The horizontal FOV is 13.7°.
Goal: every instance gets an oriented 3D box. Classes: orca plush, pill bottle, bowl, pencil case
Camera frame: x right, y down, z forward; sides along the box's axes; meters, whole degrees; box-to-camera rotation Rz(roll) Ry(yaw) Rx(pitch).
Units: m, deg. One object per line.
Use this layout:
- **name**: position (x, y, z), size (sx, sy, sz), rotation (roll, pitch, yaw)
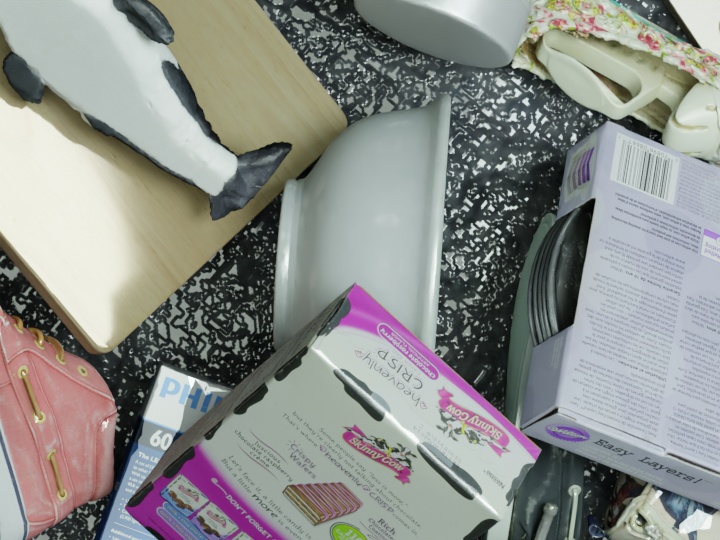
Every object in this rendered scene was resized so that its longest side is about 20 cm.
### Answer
- **orca plush**: position (-0.118, -0.121, 1.604), size (0.199, 0.105, 0.071), rotation (32, 44, -16)
- **pill bottle**: position (0.076, -0.224, 1.684), size (0.113, 0.114, 0.201), rotation (22, 80, -4)
- **bowl**: position (0.000, 0.000, 1.651), size (0.090, 0.201, 0.202), rotation (4, 89, 1)
- **pencil case**: position (0.229, 0.176, 1.721), size (0.200, 0.090, 0.078), rotation (37, 131, -4)

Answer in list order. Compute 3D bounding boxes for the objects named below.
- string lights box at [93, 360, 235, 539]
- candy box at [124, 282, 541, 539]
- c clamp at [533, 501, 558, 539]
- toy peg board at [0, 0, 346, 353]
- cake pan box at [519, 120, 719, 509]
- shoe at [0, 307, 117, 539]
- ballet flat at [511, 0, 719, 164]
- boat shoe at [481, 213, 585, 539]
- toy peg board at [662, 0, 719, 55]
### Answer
- **string lights box**: position (-0.101, 0.163, 1.707), size (0.102, 0.059, 0.201), rotation (20, 88, -5)
- **candy box**: position (-0.017, 0.112, 1.595), size (0.136, 0.200, 0.061), rotation (42, 45, -7)
- **c clamp**: position (0.161, 0.246, 1.721), size (0.199, 0.027, 0.172), rotation (23, 107, -8)
- **toy peg board**: position (-0.152, -0.092, 1.685), size (0.199, 0.098, 0.200), rotation (-44, 105, -19)
- **cake pan box**: position (0.190, 0.033, 1.680), size (0.199, 0.052, 0.185), rotation (21, 61, -20)
- **shoe**: position (-0.198, 0.051, 1.655), size (0.091, 0.071, 0.201), rotation (-25, 109, -37)
- **ballet flat**: position (0.170, -0.100, 1.714), size (0.199, 0.076, 0.064), rotation (26, 46, 11)
- **boat shoe**: position (0.113, 0.069, 1.722), size (0.060, 0.076, 0.201), rotation (9, 101, -4)
- **toy peg board**: position (0.274, -0.198, 1.721), size (0.200, 0.098, 0.200), rotation (-34, 92, -4)
